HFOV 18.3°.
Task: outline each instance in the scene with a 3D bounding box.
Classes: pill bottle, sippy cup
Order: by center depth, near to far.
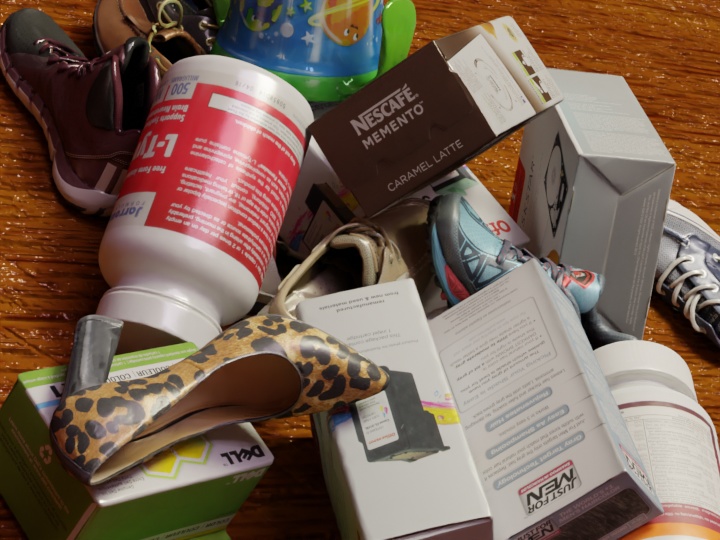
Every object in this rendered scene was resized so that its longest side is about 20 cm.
[{"bbox_3d":[0.192,0.148,1.503,0.109,0.110,0.200,21,38,-20],"label":"pill bottle"},{"bbox_3d":[-0.110,-0.035,1.513,0.112,0.112,0.200,25,65,-15],"label":"pill bottle"},{"bbox_3d":[-0.039,-0.210,1.677,0.177,0.131,0.140,11,24,7],"label":"sippy cup"}]

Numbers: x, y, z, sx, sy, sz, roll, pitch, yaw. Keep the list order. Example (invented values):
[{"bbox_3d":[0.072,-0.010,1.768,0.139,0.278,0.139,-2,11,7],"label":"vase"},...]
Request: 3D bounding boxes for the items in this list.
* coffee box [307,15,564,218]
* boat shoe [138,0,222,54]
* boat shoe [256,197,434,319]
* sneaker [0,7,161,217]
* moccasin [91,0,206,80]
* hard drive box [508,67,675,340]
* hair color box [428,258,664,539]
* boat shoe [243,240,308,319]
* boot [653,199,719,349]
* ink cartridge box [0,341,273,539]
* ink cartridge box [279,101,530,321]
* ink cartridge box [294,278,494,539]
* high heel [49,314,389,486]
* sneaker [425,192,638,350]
[{"bbox_3d":[0.058,-0.113,1.593,0.080,0.114,0.200,57,21,0],"label":"coffee box"},{"bbox_3d":[-0.132,-0.188,1.767,0.072,0.061,0.201,-16,59,-49],"label":"boat shoe"},{"bbox_3d":[0.000,0.000,1.547,0.072,0.065,0.200,41,48,12],"label":"boat shoe"},{"bbox_3d":[-0.191,-0.144,1.618,0.076,0.116,0.200,0,48,-40],"label":"sneaker"},{"bbox_3d":[-0.147,-0.154,1.677,0.074,0.078,0.201,45,10,-38],"label":"moccasin"},{"bbox_3d":[0.173,-0.050,1.724,0.077,0.156,0.200,5,22,-7],"label":"hard drive box"},{"bbox_3d":[0.114,0.097,1.466,0.061,0.099,0.200,47,16,-41],"label":"hair color box"},{"bbox_3d":[-0.067,0.004,1.598,0.200,0.063,0.071,27,38,-10],"label":"boat shoe"},{"bbox_3d":[0.281,0.009,1.872,0.200,0.073,0.090,26,30,-15],"label":"boot"},{"bbox_3d":[-0.118,0.150,1.371,0.148,0.076,0.200,-10,54,-46],"label":"ink cartridge box"},{"bbox_3d":[0.011,-0.054,1.710,0.145,0.084,0.200,-18,62,-49],"label":"ink cartridge box"},{"bbox_3d":[0.023,0.131,1.439,0.083,0.146,0.200,-12,50,-7],"label":"ink cartridge box"},{"bbox_3d":[-0.081,0.089,1.326,0.199,0.072,0.143,6,34,-4],"label":"high heel"},{"bbox_3d":[0.127,0.011,1.587,0.200,0.095,0.079,49,33,-22],"label":"sneaker"}]
